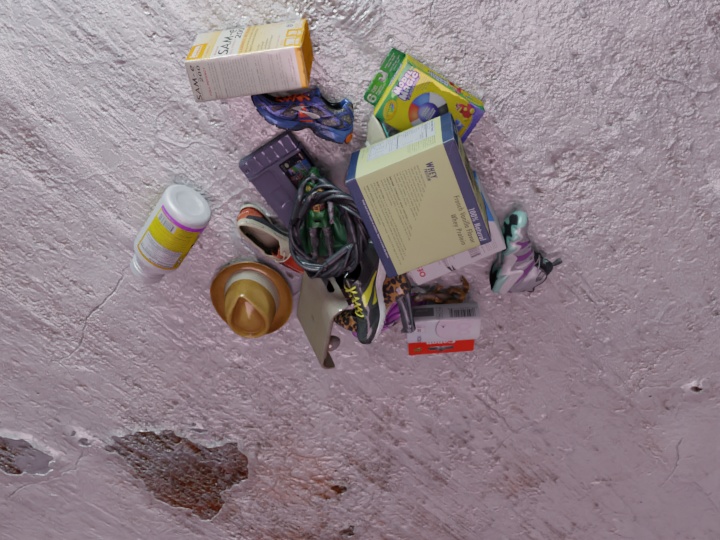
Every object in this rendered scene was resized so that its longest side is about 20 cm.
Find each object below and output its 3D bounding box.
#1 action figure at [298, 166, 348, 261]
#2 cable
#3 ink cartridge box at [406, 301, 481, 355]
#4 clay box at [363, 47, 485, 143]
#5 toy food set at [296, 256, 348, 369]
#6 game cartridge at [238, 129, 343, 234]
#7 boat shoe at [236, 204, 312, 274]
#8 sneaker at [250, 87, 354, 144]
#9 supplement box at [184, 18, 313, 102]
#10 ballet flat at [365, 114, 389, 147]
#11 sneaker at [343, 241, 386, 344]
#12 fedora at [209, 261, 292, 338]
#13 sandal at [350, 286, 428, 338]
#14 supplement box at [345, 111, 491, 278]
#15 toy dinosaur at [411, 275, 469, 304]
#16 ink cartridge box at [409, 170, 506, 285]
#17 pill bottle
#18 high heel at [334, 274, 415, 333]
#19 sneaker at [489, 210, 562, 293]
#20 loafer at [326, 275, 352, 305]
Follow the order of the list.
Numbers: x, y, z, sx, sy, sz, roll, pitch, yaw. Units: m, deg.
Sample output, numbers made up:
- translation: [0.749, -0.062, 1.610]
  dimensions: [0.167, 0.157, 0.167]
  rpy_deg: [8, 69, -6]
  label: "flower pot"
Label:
- translation: [-0.081, -0.107, 1.380]
  dimensions: [0.114, 0.055, 0.205]
  rpy_deg: [-2, 123, 6]
  label: "action figure"
- translation: [-0.060, -0.068, 1.325]
  dimensions: [0.160, 0.051, 0.204]
  rpy_deg: [24, 123, 5]
  label: "cable"
- translation: [0.180, 0.147, 1.562]
  dimensions: [0.157, 0.058, 0.203]
  rpy_deg: [-4, 138, 3]
  label: "ink cartridge box"
- translation: [0.111, -0.296, 1.276]
  dimensions: [0.196, 0.048, 0.116]
  rpy_deg: [26, 122, -17]
  label: "clay box"
- translation: [-0.074, 0.091, 1.494]
  dimensions: [0.059, 0.145, 0.203]
  rpy_deg: [-12, 140, -25]
  label: "toy food set"
- translation: [-0.129, -0.163, 1.390]
  dimensions: [0.127, 0.039, 0.201]
  rpy_deg: [-25, 122, 23]
  label: "game cartridge"
- translation: [-0.173, -0.052, 1.453]
  dimensions: [0.071, 0.063, 0.199]
  rpy_deg: [-36, 119, 23]
  label: "boat shoe"
- translation: [-0.100, -0.294, 1.278]
  dimensions: [0.194, 0.076, 0.080]
  rpy_deg: [11, 118, -17]
  label: "sneaker"
- translation: [-0.182, -0.353, 1.193]
  dimensions: [0.194, 0.128, 0.075]
  rpy_deg: [-6, 128, 5]
  label: "supplement box"
- translation: [0.044, -0.191, 1.337]
  dimensions: [0.068, 0.070, 0.203]
  rpy_deg: [-18, 123, 15]
  label: "ballet flat"
- translation: [0.000, 0.042, 1.392]
  dimensions: [0.083, 0.074, 0.207]
  rpy_deg: [0, 95, -36]
  label: "sneaker"
- translation: [-0.239, 0.080, 1.537]
  dimensions: [0.194, 0.083, 0.205]
  rpy_deg: [0, 126, 1]
  label: "fedora"
- translation: [0.058, 0.098, 1.562]
  dimensions: [0.200, 0.050, 0.083]
  rpy_deg: [-31, 120, 20]
  label: "sandal"
- translation: [0.104, -0.131, 1.253]
  dimensions: [0.195, 0.135, 0.203]
  rpy_deg: [-19, 117, 15]
  label: "supplement box"
- translation: [0.196, 0.067, 1.546]
  dimensions: [0.197, 0.062, 0.106]
  rpy_deg: [25, 135, -31]
  label: "toy dinosaur"
- translation: [0.168, -0.081, 1.408]
  dimensions: [0.196, 0.085, 0.146]
  rpy_deg: [-23, 122, 16]
  label: "ink cartridge box"
- translation: [-0.385, -0.066, 1.422]
  dimensions: [0.103, 0.106, 0.200]
  rpy_deg: [30, 122, -20]
  label: "pill bottle"
- translation: [0.018, 0.054, 1.471]
  dimensions: [0.195, 0.072, 0.146]
  rpy_deg: [1, 116, 26]
  label: "high heel"
- translation: [0.349, -0.033, 1.450]
  dimensions: [0.135, 0.079, 0.203]
  rpy_deg: [5, 136, -4]
  label: "sneaker"
- translation: [0.000, 0.000, 1.467]
  dimensions: [0.070, 0.074, 0.201]
  rpy_deg: [15, 129, -38]
  label: "loafer"
